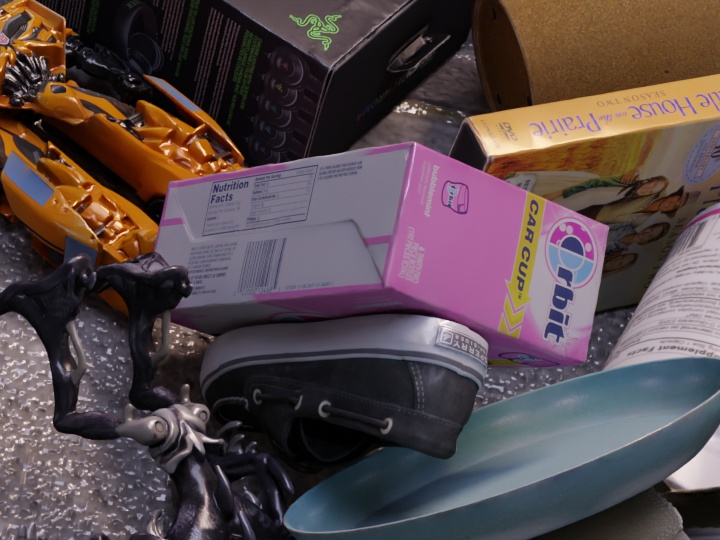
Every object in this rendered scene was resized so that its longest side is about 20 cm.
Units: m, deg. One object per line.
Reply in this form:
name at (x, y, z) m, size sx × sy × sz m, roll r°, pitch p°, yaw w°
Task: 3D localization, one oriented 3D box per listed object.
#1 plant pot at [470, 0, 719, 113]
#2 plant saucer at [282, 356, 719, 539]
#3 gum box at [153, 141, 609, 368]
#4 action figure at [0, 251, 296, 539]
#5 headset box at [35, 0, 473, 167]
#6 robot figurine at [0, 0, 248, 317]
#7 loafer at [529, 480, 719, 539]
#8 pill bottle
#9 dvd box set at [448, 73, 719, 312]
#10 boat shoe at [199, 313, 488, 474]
plant pot at (0.166, -0.127, 1.473) m, size 0.199 × 0.187 × 0.187 m, roll -16°, pitch 52°, yaw -12°
plant saucer at (0.065, 0.083, 1.171) m, size 0.199 × 0.200 × 0.028 m, roll -25°, pitch 98°, yaw -35°
gum box at (0.000, 0.000, 1.256) m, size 0.113 × 0.199 × 0.067 m, roll 21°, pitch 74°, yaw -34°
action figure at (-0.089, 0.094, 1.218) m, size 0.118 × 0.102 × 0.201 m, roll -14°, pitch 79°, yaw -39°
headset box at (-0.046, -0.156, 1.475) m, size 0.199 × 0.093 × 0.174 m, roll 34°, pitch 47°, yaw 15°
robot figurine at (-0.139, -0.063, 1.379) m, size 0.200 × 0.058 × 0.145 m, roll 38°, pitch 47°, yaw 19°
loafer at (0.110, 0.116, 1.184) m, size 0.198 × 0.069 × 0.076 m, roll -2°, pitch 18°, yaw -4°
pill bottle at (0.167, 0.066, 1.311) m, size 0.113 × 0.114 × 0.200 m, roll 26°, pitch 46°, yaw 9°
dvd box set at (0.121, -0.031, 1.368) m, size 0.199 × 0.147 × 0.030 m, roll -10°, pitch 55°, yaw -27°
boat shoe at (-0.016, 0.058, 1.232) m, size 0.068 × 0.200 × 0.057 m, roll 22°, pitch 73°, yaw -27°
